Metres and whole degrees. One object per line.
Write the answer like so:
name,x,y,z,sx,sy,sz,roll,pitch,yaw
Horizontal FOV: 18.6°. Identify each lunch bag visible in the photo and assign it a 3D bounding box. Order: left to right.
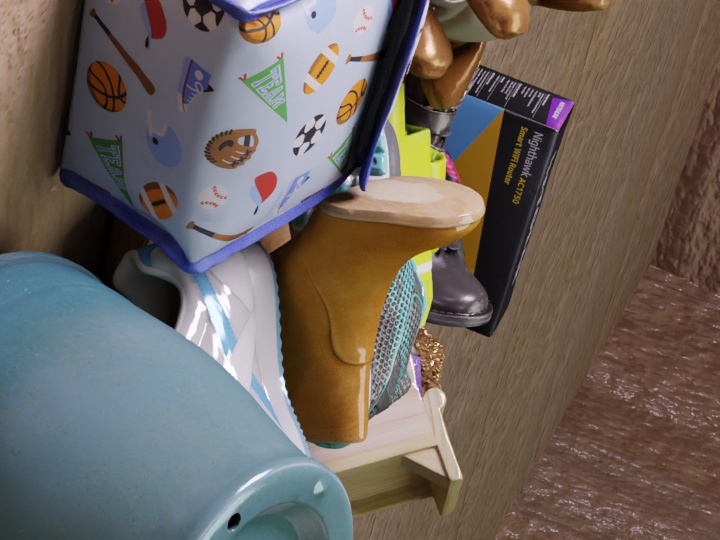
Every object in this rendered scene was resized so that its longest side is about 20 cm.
lunch bag,-0.037,-0.117,1.102,0.200,0.124,0.170,-32,150,-43

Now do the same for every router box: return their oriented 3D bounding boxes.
router box,0.059,-0.063,1.621,0.051,0.149,0.200,-58,166,-49

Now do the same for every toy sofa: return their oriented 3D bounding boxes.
toy sofa,-0.040,0.127,1.418,0.200,0.098,0.083,-15,158,-9

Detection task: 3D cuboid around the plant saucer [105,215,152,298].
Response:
plant saucer,-0.097,-0.044,1.271,0.200,0.035,0.200,-60,167,-24

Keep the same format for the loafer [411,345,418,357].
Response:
loafer,-0.003,-0.030,1.437,0.072,0.063,0.200,-68,151,-85

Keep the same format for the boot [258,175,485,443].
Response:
boot,-0.004,0.025,1.197,0.071,0.201,0.144,-20,106,-44

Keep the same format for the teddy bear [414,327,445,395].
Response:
teddy bear,-0.002,0.032,1.586,0.067,0.145,0.200,-46,160,-9

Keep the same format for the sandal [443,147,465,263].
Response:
sandal,0.044,-0.066,1.557,0.045,0.075,0.200,-27,111,-40

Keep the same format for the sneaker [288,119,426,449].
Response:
sneaker,0.000,0.000,1.285,0.091,0.078,0.200,-18,120,-52

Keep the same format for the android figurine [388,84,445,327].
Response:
android figurine,-0.008,-0.017,1.346,0.182,0.041,0.200,-23,119,-44

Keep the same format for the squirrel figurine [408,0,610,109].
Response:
squirrel figurine,0.025,-0.209,1.272,0.187,0.142,0.200,5,67,-51

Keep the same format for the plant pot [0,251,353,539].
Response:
plant pot,-0.115,0.115,1.014,0.200,0.188,0.200,-31,132,-41

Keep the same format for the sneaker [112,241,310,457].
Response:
sneaker,-0.080,0.079,1.158,0.081,0.200,0.077,-1,159,-34

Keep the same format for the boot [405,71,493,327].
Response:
boot,0.039,-0.077,1.463,0.069,0.200,0.174,-12,136,-45
